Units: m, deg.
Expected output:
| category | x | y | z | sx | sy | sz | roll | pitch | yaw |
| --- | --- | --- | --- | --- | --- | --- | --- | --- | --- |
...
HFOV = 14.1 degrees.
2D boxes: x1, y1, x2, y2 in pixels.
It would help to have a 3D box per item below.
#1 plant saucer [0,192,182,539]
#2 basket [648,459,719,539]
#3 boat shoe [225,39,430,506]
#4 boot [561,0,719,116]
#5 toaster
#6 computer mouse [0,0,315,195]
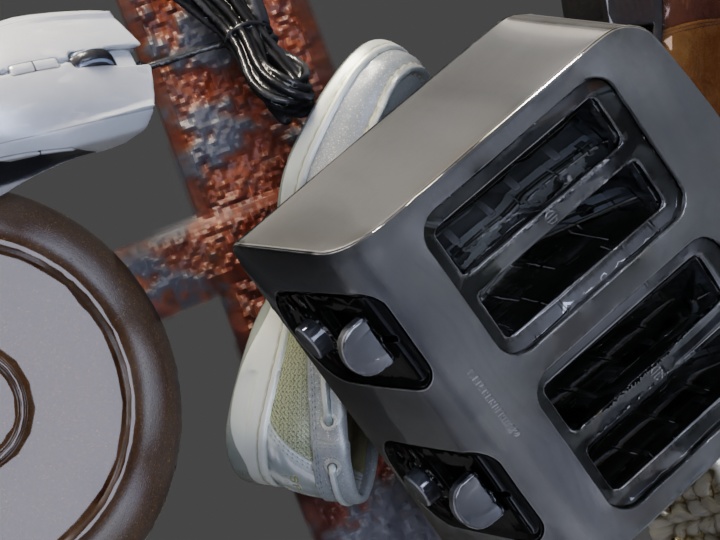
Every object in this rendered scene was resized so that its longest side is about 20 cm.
| category | x | y | z | sx | sy | sz | roll | pitch | yaw |
| --- | --- | --- | --- | --- | --- | --- | --- | --- | --- |
| plant saucer | -0.173 | 0.061 | 1.256 | 0.200 | 0.032 | 0.201 | 2 | 83 | -14 |
| basket | 0.232 | 0.090 | 1.302 | 0.200 | 0.136 | 0.124 | -30 | 90 | -15 |
| boat shoe | -0.001 | 0.000 | 1.272 | 0.065 | 0.074 | 0.202 | 14 | 83 | 26 |
| boot | 0.198 | -0.074 | 1.360 | 0.200 | 0.068 | 0.189 | -5 | 78 | -22 |
| toaster | 0.080 | 0.005 | 1.206 | 0.200 | 0.119 | 0.181 | -40 | 109 | -15 |
| computer mouse | -0.128 | -0.081 | 1.260 | 0.200 | 0.044 | 0.110 | -23 | 68 | -15 |
